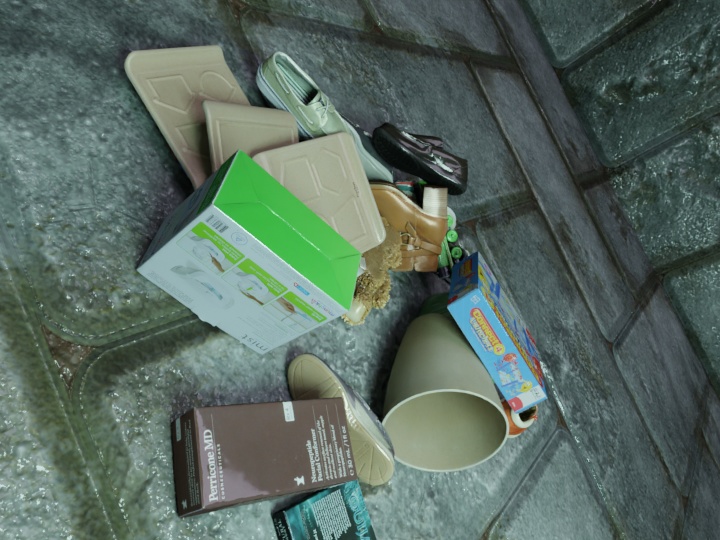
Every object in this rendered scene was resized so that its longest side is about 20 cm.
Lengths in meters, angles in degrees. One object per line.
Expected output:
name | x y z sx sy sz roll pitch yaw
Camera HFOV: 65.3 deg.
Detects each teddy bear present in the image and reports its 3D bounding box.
teddy bear | 0.000 0.000 0.924 0.144 0.067 0.203 31 52 -21

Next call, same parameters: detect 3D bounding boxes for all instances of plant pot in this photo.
plant pot | 0.121 0.171 0.877 0.187 0.186 0.202 40 29 -25

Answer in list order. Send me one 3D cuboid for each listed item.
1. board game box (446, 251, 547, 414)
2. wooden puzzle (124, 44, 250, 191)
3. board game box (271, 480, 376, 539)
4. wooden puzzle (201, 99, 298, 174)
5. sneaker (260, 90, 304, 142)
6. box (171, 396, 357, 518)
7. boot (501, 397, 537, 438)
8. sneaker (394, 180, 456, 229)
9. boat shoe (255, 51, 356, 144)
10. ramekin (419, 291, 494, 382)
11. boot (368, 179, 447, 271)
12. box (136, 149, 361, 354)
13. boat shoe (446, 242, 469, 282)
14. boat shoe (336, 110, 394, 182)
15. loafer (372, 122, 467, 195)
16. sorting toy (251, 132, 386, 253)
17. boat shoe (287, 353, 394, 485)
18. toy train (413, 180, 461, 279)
board game box | 0.218 0.090 0.909 0.202 0.055 0.196 56 19 -9
wooden puzzle | -0.223 -0.215 0.806 0.185 0.046 0.203 -36 101 -52
board game box | -0.023 0.371 0.683 0.134 0.028 0.204 -4 70 -51
wooden puzzle | -0.147 -0.135 0.809 0.184 0.037 0.205 -15 98 -57
sneaker | -0.103 -0.240 0.934 0.201 0.072 0.071 52 36 -12
box | -0.105 0.205 0.637 0.197 0.075 0.102 5 63 -38
boot | 0.300 0.273 1.061 0.198 0.106 0.076 1 64 -50
sneaker | 0.122 -0.103 1.132 0.199 0.069 0.095 29 74 -47
boat shoe | -0.079 -0.254 0.884 0.199 0.062 0.073 39 65 -19
ramekin | 0.208 0.123 1.050 0.198 0.097 0.204 28 49 -36
boot | 0.058 -0.078 1.010 0.074 0.195 0.158 -54 150 -73
box | -0.130 -0.007 0.672 0.199 0.175 0.098 38 44 -26
boat shoe | 0.190 -0.024 1.151 0.198 0.060 0.075 26 50 -38
boat shoe | -0.007 -0.228 1.027 0.199 0.073 0.061 37 47 -32
loafer | 0.110 -0.209 1.005 0.197 0.073 0.072 29 74 -16
sorting toy | -0.060 -0.099 0.839 0.198 0.036 0.189 -27 100 -42
boat shoe | -0.024 0.196 0.765 0.201 0.072 0.065 49 13 3
toy train | 0.147 -0.078 1.055 0.055 0.042 0.204 -16 92 -15
